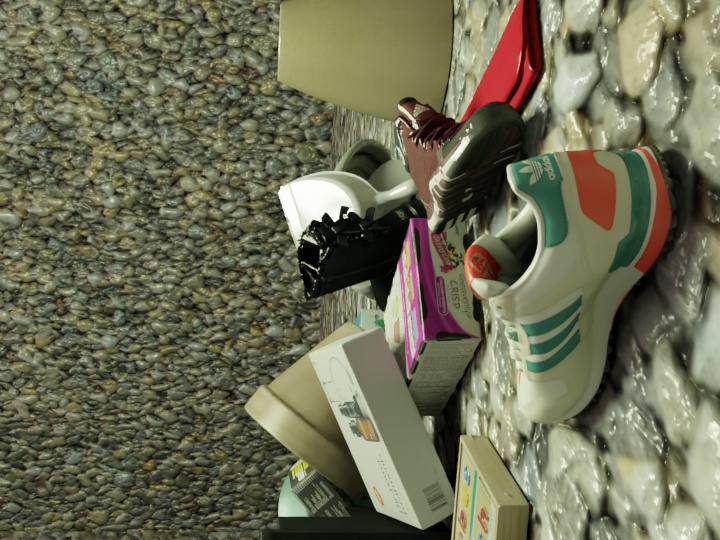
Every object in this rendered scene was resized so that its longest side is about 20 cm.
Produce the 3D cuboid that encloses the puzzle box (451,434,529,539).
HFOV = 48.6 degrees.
[{"bbox_3d":[0.100,0.255,0.664,0.133,0.025,0.201,-116,29,-78],"label":"puzzle box"}]

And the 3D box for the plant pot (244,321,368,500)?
[{"bbox_3d":[-0.022,0.171,1.049,0.174,0.200,0.200,-52,2,-9],"label":"plant pot"}]

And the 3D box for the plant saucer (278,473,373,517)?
[{"bbox_3d":[-0.027,0.364,1.174,0.036,0.199,0.201,-39,41,40],"label":"plant saucer"}]

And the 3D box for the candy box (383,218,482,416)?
[{"bbox_3d":[0.070,0.056,0.840,0.200,0.061,0.137,104,165,-59],"label":"candy box"}]

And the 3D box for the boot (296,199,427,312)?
[{"bbox_3d":[0.000,0.001,1.006,0.073,0.162,0.199,50,146,35],"label":"boot"}]

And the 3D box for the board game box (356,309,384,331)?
[{"bbox_3d":[0.022,0.182,1.231,0.148,0.064,0.201,104,167,-60],"label":"board game box"}]

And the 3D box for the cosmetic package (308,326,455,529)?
[{"bbox_3d":[0.019,0.167,0.858,0.201,0.051,0.151,66,163,3],"label":"cosmetic package"}]

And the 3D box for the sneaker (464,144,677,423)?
[{"bbox_3d":[0.099,0.013,0.453,0.071,0.093,0.200,-94,9,-45],"label":"sneaker"}]

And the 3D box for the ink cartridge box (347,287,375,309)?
[{"bbox_3d":[0.008,-0.031,1.443,0.201,0.059,0.104,99,171,-47],"label":"ink cartridge box"}]

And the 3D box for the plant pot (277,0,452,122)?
[{"bbox_3d":[-0.002,-0.276,0.994,0.187,0.199,0.188,-178,90,-83],"label":"plant pot"}]

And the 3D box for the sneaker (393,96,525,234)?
[{"bbox_3d":[0.068,-0.115,0.688,0.116,0.075,0.200,61,165,14],"label":"sneaker"}]

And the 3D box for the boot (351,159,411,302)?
[{"bbox_3d":[0.036,-0.054,1.160,0.201,0.073,0.096,-71,-22,-10],"label":"boot"}]

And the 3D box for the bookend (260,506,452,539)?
[{"bbox_3d":[-0.013,0.320,0.886,0.199,0.199,0.093,132,140,-79],"label":"bookend"}]

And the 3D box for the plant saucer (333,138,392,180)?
[{"bbox_3d":[-0.006,-0.094,1.182,0.200,0.050,0.201,-17,-70,-59],"label":"plant saucer"}]

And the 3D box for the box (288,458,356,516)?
[{"bbox_3d":[-0.016,0.339,1.062,0.200,0.044,0.160,50,173,-1],"label":"box"}]

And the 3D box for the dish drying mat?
[{"bbox_3d":[0.116,-0.148,0.697,0.200,0.018,0.077,108,164,-69],"label":"dish drying mat"}]

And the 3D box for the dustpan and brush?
[{"bbox_3d":[-0.001,-0.081,1.045,0.057,0.199,0.140,-15,-95,-55],"label":"dustpan and brush"}]
